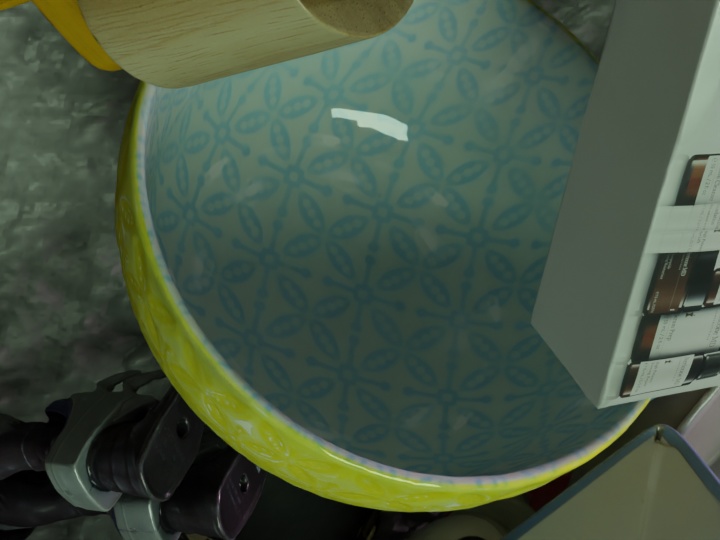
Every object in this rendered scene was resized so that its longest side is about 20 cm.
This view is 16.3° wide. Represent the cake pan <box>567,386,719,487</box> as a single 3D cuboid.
[{"bbox_3d":[0.155,0.053,1.021,0.200,0.037,0.200,-38,155,-21],"label":"cake pan"}]

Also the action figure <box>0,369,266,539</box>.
[{"bbox_3d":[-0.139,0.074,0.920,0.199,0.070,0.130,-4,137,23],"label":"action figure"}]

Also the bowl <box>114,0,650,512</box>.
[{"bbox_3d":[0.000,0.000,0.859,0.200,0.201,0.108,1,154,-24],"label":"bowl"}]

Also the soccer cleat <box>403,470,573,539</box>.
[{"bbox_3d":[0.048,0.130,1.094,0.076,0.067,0.200,22,120,-44],"label":"soccer cleat"}]

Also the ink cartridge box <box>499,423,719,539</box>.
[{"bbox_3d":[0.104,0.154,0.957,0.136,0.076,0.200,-37,148,2],"label":"ink cartridge box"}]

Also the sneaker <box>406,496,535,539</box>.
[{"bbox_3d":[-0.005,0.165,1.011,0.088,0.074,0.200,-19,151,-43],"label":"sneaker"}]

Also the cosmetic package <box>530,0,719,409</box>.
[{"bbox_3d":[0.116,-0.053,0.753,0.082,0.051,0.200,-10,132,-27],"label":"cosmetic package"}]

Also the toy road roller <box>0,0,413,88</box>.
[{"bbox_3d":[-0.083,-0.104,0.666,0.123,0.146,0.200,-11,134,41],"label":"toy road roller"}]

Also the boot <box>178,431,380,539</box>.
[{"bbox_3d":[0.015,0.059,0.998,0.199,0.073,0.151,-5,141,-31],"label":"boot"}]
